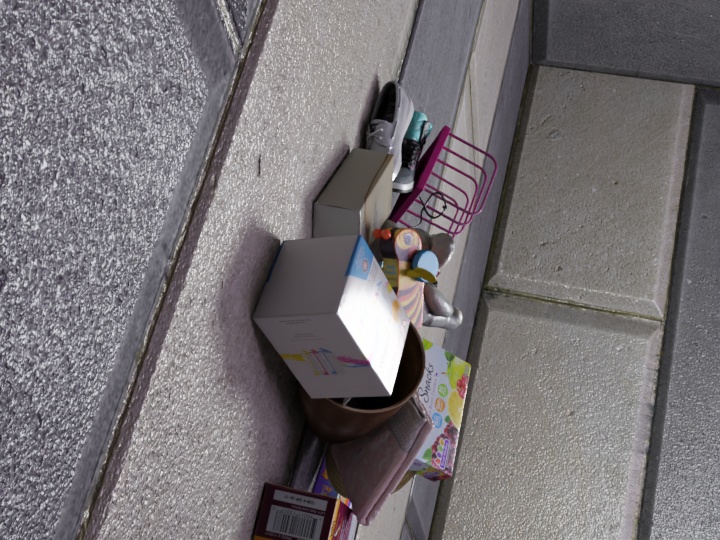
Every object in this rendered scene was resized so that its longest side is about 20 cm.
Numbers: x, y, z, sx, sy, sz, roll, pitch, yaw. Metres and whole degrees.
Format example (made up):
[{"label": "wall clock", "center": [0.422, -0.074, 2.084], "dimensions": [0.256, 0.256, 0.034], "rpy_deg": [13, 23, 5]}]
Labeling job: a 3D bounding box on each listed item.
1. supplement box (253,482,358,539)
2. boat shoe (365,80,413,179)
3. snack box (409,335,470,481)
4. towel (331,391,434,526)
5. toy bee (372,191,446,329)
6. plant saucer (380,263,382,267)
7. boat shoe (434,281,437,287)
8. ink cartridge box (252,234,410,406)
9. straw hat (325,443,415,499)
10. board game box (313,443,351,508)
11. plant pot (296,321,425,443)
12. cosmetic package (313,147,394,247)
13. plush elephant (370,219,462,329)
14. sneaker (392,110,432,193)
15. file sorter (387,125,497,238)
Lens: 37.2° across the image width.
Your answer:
[{"label": "supplement box", "center": [-0.075, 0.376, 1.566], "dimensions": [0.200, 0.108, 0.087], "rpy_deg": [65, 37, -69]}, {"label": "boat shoe", "center": [0.037, -0.221, 1.744], "dimensions": [0.069, 0.071, 0.202], "rpy_deg": [51, 53, -45]}, {"label": "snack box", "center": [0.098, 0.218, 1.730], "dimensions": [0.053, 0.141, 0.203], "rpy_deg": [-30, -141, 49]}, {"label": "towel", "center": [0.028, 0.254, 1.616], "dimensions": [0.192, 0.032, 0.200], "rpy_deg": [-58, -158, 13]}, {"label": "toy bee", "center": [0.054, -0.019, 1.574], "dimensions": [0.108, 0.130, 0.203], "rpy_deg": [14, 63, -42]}, {"label": "plant saucer", "center": [0.000, 0.000, 1.796], "dimensions": [0.200, 0.035, 0.204], "rpy_deg": [10, 90, -77]}, {"label": "boat shoe", "center": [0.082, 0.056, 1.939], "dimensions": [0.199, 0.075, 0.075], "rpy_deg": [-15, 130, -62]}, {"label": "ink cartridge box", "center": [-0.027, 0.070, 1.389], "dimensions": [0.201, 0.123, 0.130], "rpy_deg": [58, 39, -41]}, {"label": "straw hat", "center": [0.007, 0.273, 1.764], "dimensions": [0.086, 0.198, 0.203], "rpy_deg": [60, 37, -39]}, {"label": "board game box", "center": [-0.038, 0.367, 1.874], "dimensions": [0.135, 0.044, 0.202], "rpy_deg": [83, 20, -51]}, {"label": "plant pot", "center": [-0.018, 0.169, 1.568], "dimensions": [0.201, 0.184, 0.189], "rpy_deg": [111, -1, -53]}, {"label": "cosmetic package", "center": [-0.009, -0.095, 1.605], "dimensions": [0.201, 0.072, 0.105], "rpy_deg": [-63, 160, -56]}, {"label": "plush elephant", "center": [0.082, -0.001, 1.702], "dimensions": [0.199, 0.163, 0.157], "rpy_deg": [-2, 114, -66]}, {"label": "sneaker", "center": [0.077, -0.217, 1.863], "dimensions": [0.201, 0.082, 0.123], "rpy_deg": [-72, 172, -66]}, {"label": "file sorter", "center": [0.147, -0.136, 1.952], "dimensions": [0.140, 0.124, 0.200], "rpy_deg": [-65, -174, -26]}]
